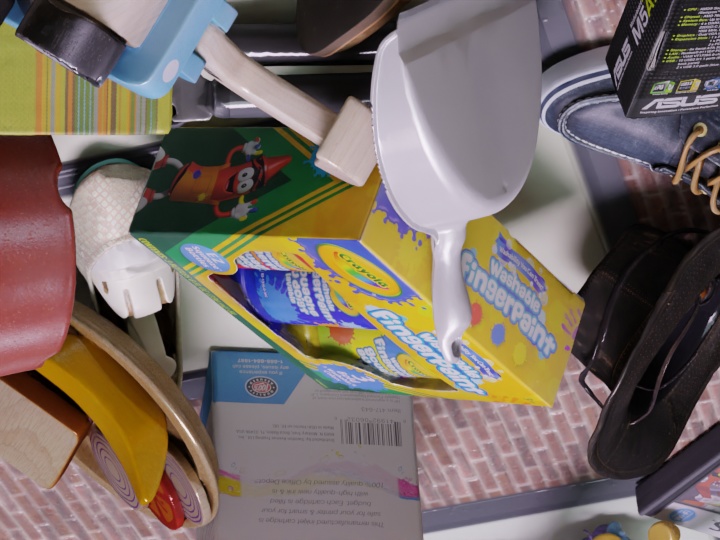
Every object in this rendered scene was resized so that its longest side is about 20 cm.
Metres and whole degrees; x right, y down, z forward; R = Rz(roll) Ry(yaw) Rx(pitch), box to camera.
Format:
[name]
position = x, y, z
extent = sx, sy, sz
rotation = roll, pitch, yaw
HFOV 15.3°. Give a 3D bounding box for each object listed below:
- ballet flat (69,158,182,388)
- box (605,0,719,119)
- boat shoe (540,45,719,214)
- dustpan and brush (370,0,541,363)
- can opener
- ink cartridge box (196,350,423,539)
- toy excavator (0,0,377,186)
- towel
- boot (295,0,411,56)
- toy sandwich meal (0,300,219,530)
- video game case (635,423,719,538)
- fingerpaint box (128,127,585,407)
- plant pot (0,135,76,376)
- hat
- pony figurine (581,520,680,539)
[ballet flat]
position = -0.125, 0.014, 1.551
extent = 0.067, 0.062, 0.200
rotation = -19, 147, -10
[box]
position = 0.239, -0.153, 1.325
extent = 0.200, 0.048, 0.193
rotation = -7, 148, -13
[boat shoe]
position = 0.193, -0.064, 1.443
extent = 0.200, 0.091, 0.071
rotation = 4, 144, -10
[dustpan and brush]
position = 0.049, -0.047, 1.368
extent = 0.057, 0.140, 0.200
rotation = -1, 108, 35
[can opener]
position = -0.063, -0.104, 1.420
extent = 0.200, 0.053, 0.067
rotation = -1, 177, -3
[ink cartridge box]
position = -0.035, 0.167, 1.656
extent = 0.128, 0.200, 0.125
rotation = 3, 144, -8
[toy excavator]
position = -0.090, -0.121, 1.312
extent = 0.194, 0.100, 0.200
rotation = 29, 178, 23
[towel]
position = -0.188, -0.111, 1.336
extent = 0.200, 0.086, 0.018
rotation = -1, -174, -25
[boot]
position = 0.043, -0.165, 1.317
extent = 0.075, 0.074, 0.200
rotation = 13, 140, -37
[toy sandwich meal]
position = -0.171, 0.090, 1.580
extent = 0.205, 0.070, 0.205
rotation = 34, 152, 21
[video game case]
position = 0.314, 0.131, 1.782
extent = 0.181, 0.026, 0.200
rotation = 19, 139, -27
[fingerpaint box]
position = 0.000, 0.000, 1.483
extent = 0.167, 0.073, 0.200
rotation = 3, 154, 38
[plant pot]
position = -0.263, -0.012, 1.393
extent = 0.195, 0.201, 0.201
rotation = -7, 149, -28
[hat]
position = 0.164, 0.029, 1.565
extent = 0.081, 0.201, 0.201
rotation = 31, 151, 22
[pony figurine]
position = 0.140, 0.240, 1.822
extent = 0.193, 0.167, 0.200
rotation = -19, 165, -21
